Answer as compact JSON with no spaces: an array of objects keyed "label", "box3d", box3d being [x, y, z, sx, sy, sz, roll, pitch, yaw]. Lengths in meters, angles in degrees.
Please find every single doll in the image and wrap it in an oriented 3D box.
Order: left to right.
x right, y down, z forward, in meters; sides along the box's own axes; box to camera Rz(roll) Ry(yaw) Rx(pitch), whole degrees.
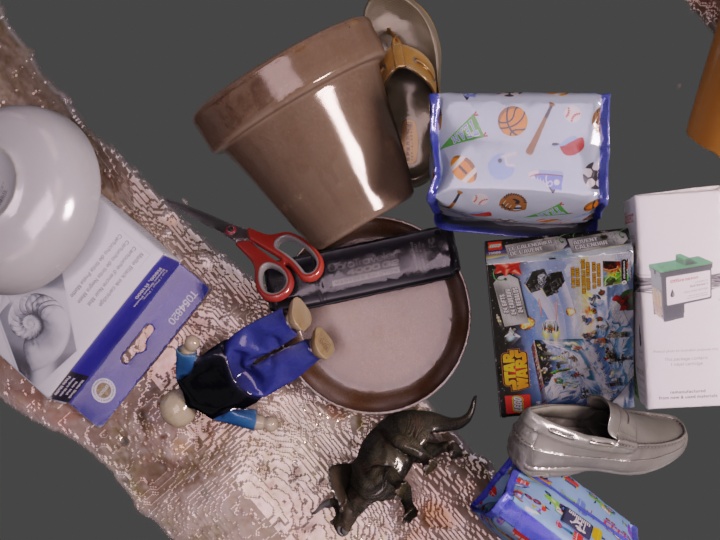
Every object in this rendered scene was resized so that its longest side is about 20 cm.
[{"label":"doll","box3d":[-0.124,0.109,1.341,0.199,0.049,0.137,-29,112,21]}]

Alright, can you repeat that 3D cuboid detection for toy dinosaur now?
[{"label":"toy dinosaur","box3d":[0.036,0.185,1.330,0.102,0.077,0.200,32,79,37]}]

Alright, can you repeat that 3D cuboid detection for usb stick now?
[{"label":"usb stick","box3d":[0.000,0.000,1.325,0.198,0.033,0.056,-12,81,6]}]

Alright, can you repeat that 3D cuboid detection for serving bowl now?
[{"label":"serving bowl","box3d":[-0.366,-0.079,1.347,0.198,0.066,0.202,-4,78,20]}]

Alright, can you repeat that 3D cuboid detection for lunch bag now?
[{"label":"lunch bag","box3d":[0.150,-0.094,1.255,0.168,0.200,0.125,4,86,6]},{"label":"lunch bag","box3d":[0.186,0.255,1.253,0.150,0.200,0.094,37,94,4]}]

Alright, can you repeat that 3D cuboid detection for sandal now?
[{"label":"sandal","box3d":[0.044,-0.185,1.338,0.080,0.054,0.202,-5,90,6]}]

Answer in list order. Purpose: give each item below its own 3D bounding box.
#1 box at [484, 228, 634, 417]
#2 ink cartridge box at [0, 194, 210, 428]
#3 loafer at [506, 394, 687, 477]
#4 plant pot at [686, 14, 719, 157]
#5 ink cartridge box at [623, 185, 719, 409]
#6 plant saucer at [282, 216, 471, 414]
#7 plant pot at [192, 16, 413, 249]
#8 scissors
[{"label":"box","box3d":[0.194,0.054,1.276,0.136,0.040,0.201,-5,128,5]},{"label":"ink cartridge box","box3d":[-0.293,0.031,1.382,0.200,0.041,0.200,39,94,4]},{"label":"loafer","box3d":[0.236,0.156,1.278,0.198,0.070,0.070,-2,121,-26]},{"label":"plant pot","box3d":[0.405,-0.184,1.244,0.199,0.200,0.184,27,109,5]},{"label":"ink cartridge box","box3d":[0.302,0.024,1.267,0.084,0.146,0.202,-4,89,7]},{"label":"plant saucer","box3d":[0.014,0.046,1.355,0.198,0.032,0.202,0,90,6]},{"label":"plant pot","box3d":[-0.036,-0.122,1.278,0.199,0.200,0.176,-30,91,5]},{"label":"scissors","box3d":[-0.118,-0.039,1.349,0.073,0.014,0.200,-42,57,-10]}]
